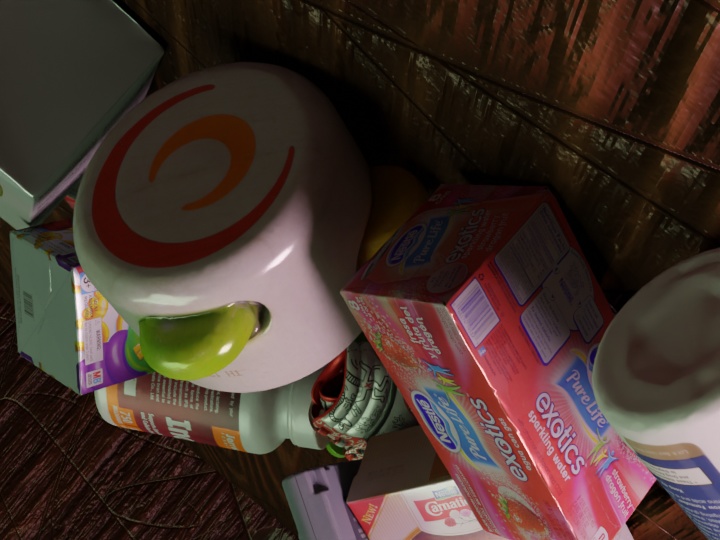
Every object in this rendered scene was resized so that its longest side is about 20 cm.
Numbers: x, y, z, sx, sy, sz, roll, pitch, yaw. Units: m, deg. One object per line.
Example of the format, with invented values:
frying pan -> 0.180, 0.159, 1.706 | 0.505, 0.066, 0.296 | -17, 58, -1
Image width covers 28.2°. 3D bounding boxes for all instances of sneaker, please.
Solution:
sneaker -> 0.003, 0.138, 1.179 | 0.106, 0.068, 0.203 | 9, 128, -13

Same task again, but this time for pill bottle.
pill bottle -> -0.119, 0.094, 1.233 | 0.197, 0.114, 0.113 | 9, 155, 15
pill bottle -> 0.209, 0.093, 0.700 | 0.200, 0.111, 0.111 | 47, 163, -26

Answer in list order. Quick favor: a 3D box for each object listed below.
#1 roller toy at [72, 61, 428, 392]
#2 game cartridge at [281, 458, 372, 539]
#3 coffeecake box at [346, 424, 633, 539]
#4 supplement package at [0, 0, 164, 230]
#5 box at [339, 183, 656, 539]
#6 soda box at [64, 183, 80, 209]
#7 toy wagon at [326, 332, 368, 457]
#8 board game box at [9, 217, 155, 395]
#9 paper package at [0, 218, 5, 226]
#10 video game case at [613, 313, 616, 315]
roller toy -> -0.073, -0.025, 0.904 | 0.182, 0.200, 0.140 | 40, 170, 40
game cartridge -> 0.006, 0.205, 1.041 | 0.200, 0.041, 0.135 | 17, -125, -73
coffeecake box -> 0.105, 0.199, 1.016 | 0.152, 0.073, 0.201 | -17, 117, 27
supplement package -> -0.273, -0.152, 1.079 | 0.191, 0.147, 0.200 | 41, 165, -6
box -> 0.090, 0.058, 0.829 | 0.094, 0.103, 0.201 | 7, 136, 51
soda box -> -0.192, -0.052, 1.313 | 0.199, 0.070, 0.064 | 23, 157, 46
toy wagon -> 0.003, 0.126, 1.300 | 0.201, 0.039, 0.155 | 54, 151, 4
board game box -> -0.164, 0.010, 1.140 | 0.102, 0.198, 0.106 | 22, 120, 45
paper package -> -0.350, -0.116, 1.264 | 0.103, 0.201, 0.191 | 36, 163, 7
video game case -> 0.178, 0.083, 0.917 | 0.199, 0.023, 0.183 | 32, 163, 24
